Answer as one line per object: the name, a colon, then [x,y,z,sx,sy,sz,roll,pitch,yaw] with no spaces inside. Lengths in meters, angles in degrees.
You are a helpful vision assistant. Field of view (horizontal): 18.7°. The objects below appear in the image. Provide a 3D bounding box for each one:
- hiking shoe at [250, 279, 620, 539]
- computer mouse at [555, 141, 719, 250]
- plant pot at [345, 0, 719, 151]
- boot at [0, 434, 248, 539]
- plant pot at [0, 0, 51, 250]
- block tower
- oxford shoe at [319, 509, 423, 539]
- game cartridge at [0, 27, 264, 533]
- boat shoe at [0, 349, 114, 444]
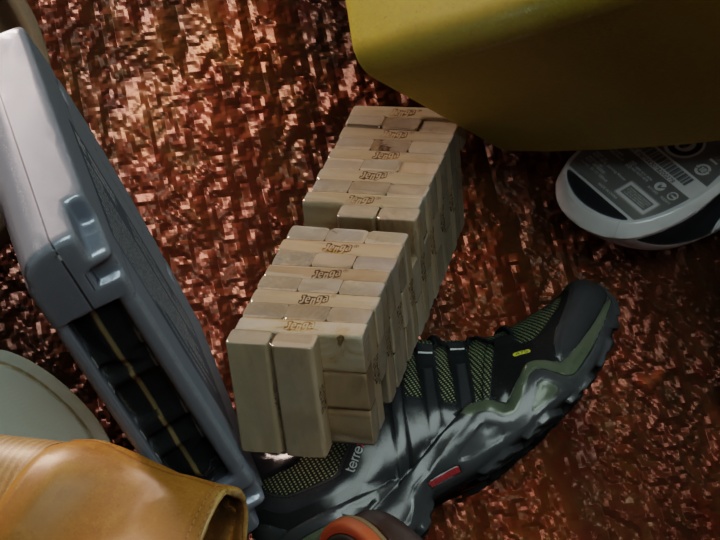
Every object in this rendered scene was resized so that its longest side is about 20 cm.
hiking shoe: [0.025,0.051,0.942,0.200,0.076,0.101,-38,81,-23]
computer mouse: [0.179,-0.061,1.038,0.199,0.044,0.110,-28,47,-16]
plant pot: [0.095,-0.155,0.935,0.176,0.200,0.201,-21,66,28]
boot: [-0.123,0.161,0.810,0.144,0.071,0.202,13,82,33]
plant pot: [-0.232,-0.055,0.931,0.200,0.093,0.202,4,65,-8]
block tower: [0.000,0.000,0.922,0.054,0.058,0.200,4,33,15]
oxford shoe: [0.061,0.163,0.888,0.200,0.071,0.073,50,57,-13]
game cartridge: [-0.097,0.005,0.853,0.040,0.200,0.134,-23,49,2]
boat shoe: [-0.100,0.116,0.889,0.075,0.062,0.200,-45,71,0]
